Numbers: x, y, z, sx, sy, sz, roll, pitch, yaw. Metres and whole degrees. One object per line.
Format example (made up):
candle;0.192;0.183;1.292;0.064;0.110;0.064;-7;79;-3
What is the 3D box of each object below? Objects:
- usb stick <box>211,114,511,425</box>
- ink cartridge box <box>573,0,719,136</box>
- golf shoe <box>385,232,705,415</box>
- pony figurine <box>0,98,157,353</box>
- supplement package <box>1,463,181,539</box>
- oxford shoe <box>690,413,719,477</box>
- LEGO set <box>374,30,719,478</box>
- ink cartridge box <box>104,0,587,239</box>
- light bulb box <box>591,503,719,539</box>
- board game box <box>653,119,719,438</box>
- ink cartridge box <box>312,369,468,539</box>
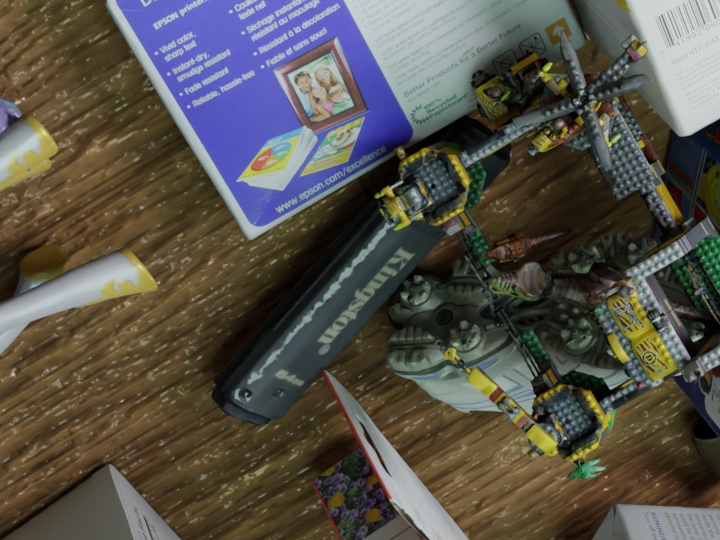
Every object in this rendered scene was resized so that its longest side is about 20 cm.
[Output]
usb stick;0.000;0.000;1.232;0.200;0.033;0.055;-48;152;12
ink cartridge box;0.150;-0.193;1.120;0.129;0.125;0.200;-28;123;-2
golf shoe;0.116;0.037;1.245;0.200;0.078;0.097;-2;147;28
pony figurine;-0.218;0.011;1.115;0.200;0.167;0.193;-42;133;-11
supplement package;-0.113;0.222;1.284;0.114;0.110;0.200;-35;124;4
oxford shoe;0.262;0.042;1.333;0.084;0.073;0.200;35;101;-25
LEGO set;0.095;-0.002;1.116;0.154;0.116;0.200;-22;91;18
ink cartridge box;-0.015;-0.141;1.142;0.198;0.043;0.200;-30;127;-1
light bulb box;0.213;0.242;1.372;0.200;0.125;0.198;5;135;-22
board game box;0.204;0.024;1.222;0.034;0.200;0.135;-4;121;-19
ink cartridge box;0.025;0.151;1.275;0.050;0.109;0.200;-34;133;4
